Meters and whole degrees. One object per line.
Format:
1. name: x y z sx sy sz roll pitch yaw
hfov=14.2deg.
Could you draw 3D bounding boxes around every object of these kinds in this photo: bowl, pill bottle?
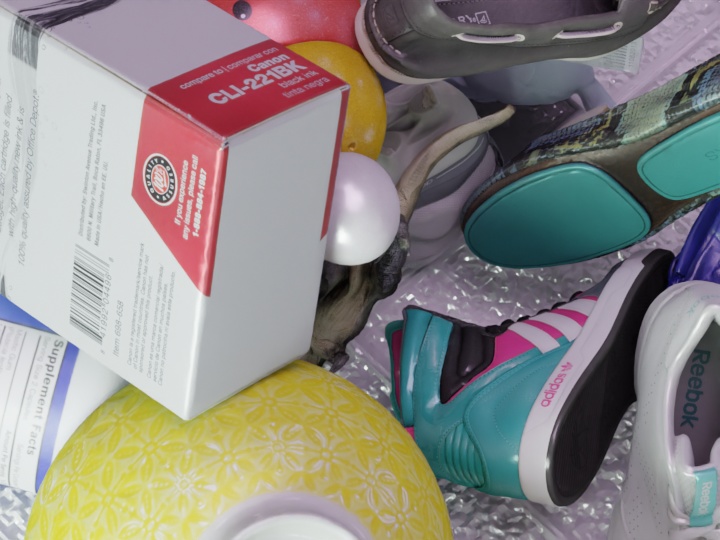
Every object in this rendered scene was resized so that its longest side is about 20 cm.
1. bowl: -0.041 0.138 1.256 0.200 0.108 0.200 -1 92 -16
2. pill bottle: -0.158 0.044 1.344 0.200 0.112 0.112 14 58 0

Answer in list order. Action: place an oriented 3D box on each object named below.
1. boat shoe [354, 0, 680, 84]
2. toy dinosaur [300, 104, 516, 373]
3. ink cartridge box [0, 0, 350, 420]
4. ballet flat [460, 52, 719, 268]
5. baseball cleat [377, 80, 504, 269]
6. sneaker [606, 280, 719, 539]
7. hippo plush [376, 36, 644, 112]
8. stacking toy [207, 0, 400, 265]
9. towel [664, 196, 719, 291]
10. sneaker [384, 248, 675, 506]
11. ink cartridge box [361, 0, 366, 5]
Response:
1. boat shoe: 0.090 -0.131 1.338 0.200 0.057 0.067 -19 81 -34
2. toy dinosaur: 0.000 0.000 1.357 0.047 0.088 0.200 37 101 12
3. ink cartridge box: -0.112 -0.052 1.260 0.200 0.144 0.084 31 40 29
4. ballet flat: 0.135 -0.056 1.382 0.074 0.200 0.074 25 56 -44
5. baseball cleat: -0.023 -0.018 1.427 0.200 0.106 0.070 -25 50 12
6. sneaker: 0.153 0.106 1.329 0.075 0.088 0.200 -1 92 -1
7. hippo plush: 0.079 -0.172 1.479 0.200 0.159 0.161 15 45 22
8. stacking toy: -0.033 -0.078 1.325 0.146 0.146 0.200 -18 47 -18
9. towel: 0.254 0.010 1.407 0.200 0.050 0.148 31 96 -11
10. sneaker: 0.074 0.044 1.400 0.121 0.084 0.200 7 28 23
11. ink cartridge box: -0.080 -0.187 1.434 0.200 0.160 0.047 2 33 13
